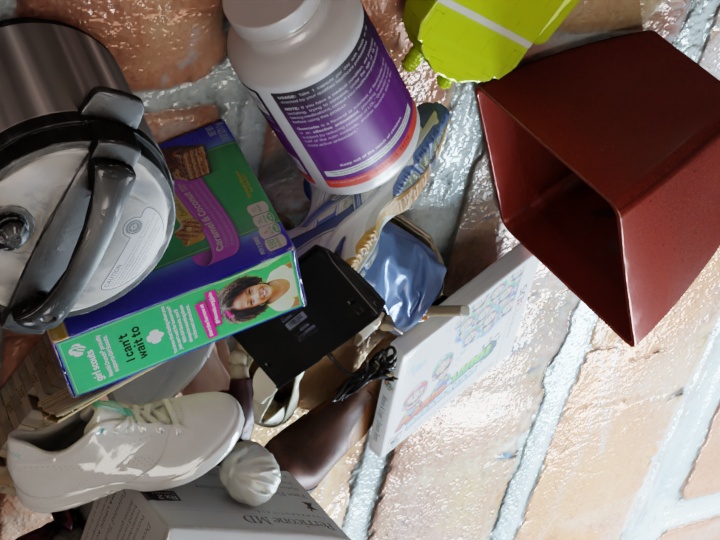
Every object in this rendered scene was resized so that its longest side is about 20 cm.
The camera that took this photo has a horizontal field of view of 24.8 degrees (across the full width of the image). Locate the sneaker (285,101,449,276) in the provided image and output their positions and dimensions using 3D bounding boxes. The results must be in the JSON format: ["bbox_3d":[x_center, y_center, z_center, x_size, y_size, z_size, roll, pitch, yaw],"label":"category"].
[{"bbox_3d":[-0.002,-0.074,1.376,0.201,0.088,0.075,-54,164,-18],"label":"sneaker"}]

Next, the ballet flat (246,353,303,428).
[{"bbox_3d":[-0.090,0.106,1.531,0.063,0.067,0.201,-60,174,-36],"label":"ballet flat"}]

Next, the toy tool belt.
[{"bbox_3d":[0.000,0.000,1.448,0.199,0.122,0.126,19,92,-44],"label":"toy tool belt"}]

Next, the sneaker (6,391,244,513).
[{"bbox_3d":[-0.192,0.134,1.343,0.198,0.076,0.089,-18,133,-12],"label":"sneaker"}]

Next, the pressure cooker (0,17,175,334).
[{"bbox_3d":[-0.229,-0.062,1.189,0.177,0.201,0.177,-23,137,-8],"label":"pressure cooker"}]

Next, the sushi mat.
[{"bbox_3d":[-0.169,0.069,1.326,0.199,0.095,0.012,-29,101,-19],"label":"sushi mat"}]

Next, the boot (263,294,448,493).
[{"bbox_3d":[0.003,0.118,1.576,0.200,0.069,0.188,-52,162,28],"label":"boot"}]

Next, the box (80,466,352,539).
[{"bbox_3d":[-0.144,0.284,1.443,0.197,0.131,0.202,11,107,-37],"label":"box"}]

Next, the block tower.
[{"bbox_3d":[-0.278,0.111,1.455,0.058,0.054,0.200,22,117,-45],"label":"block tower"}]

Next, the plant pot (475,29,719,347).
[{"bbox_3d":[0.242,-0.094,1.470,0.175,0.200,0.201,-34,142,-12],"label":"plant pot"}]

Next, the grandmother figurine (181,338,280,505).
[{"bbox_3d":[-0.122,0.122,1.447,0.060,0.201,0.122,-6,136,-27],"label":"grandmother figurine"}]

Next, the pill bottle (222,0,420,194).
[{"bbox_3d":[-0.033,-0.156,1.283,0.112,0.113,0.200,-31,141,1],"label":"pill bottle"}]

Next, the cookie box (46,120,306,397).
[{"bbox_3d":[-0.167,-0.012,1.305,0.198,0.172,0.076,-22,138,-10],"label":"cookie box"}]

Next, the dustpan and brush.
[{"bbox_3d":[-0.152,0.023,1.423,0.200,0.057,0.141,-37,111,-44],"label":"dustpan and brush"}]

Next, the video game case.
[{"bbox_3d":[0.092,0.076,1.603,0.199,0.024,0.183,-36,155,-29],"label":"video game case"}]

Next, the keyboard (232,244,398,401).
[{"bbox_3d":[-0.033,0.056,1.364,0.021,0.127,0.200,-42,-177,-34],"label":"keyboard"}]

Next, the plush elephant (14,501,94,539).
[{"bbox_3d":[-0.267,0.240,1.535,0.198,0.165,0.157,18,83,-6],"label":"plush elephant"}]

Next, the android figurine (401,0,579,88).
[{"bbox_3d":[0.111,-0.235,1.346,0.181,0.041,0.201,15,120,-43],"label":"android figurine"}]
